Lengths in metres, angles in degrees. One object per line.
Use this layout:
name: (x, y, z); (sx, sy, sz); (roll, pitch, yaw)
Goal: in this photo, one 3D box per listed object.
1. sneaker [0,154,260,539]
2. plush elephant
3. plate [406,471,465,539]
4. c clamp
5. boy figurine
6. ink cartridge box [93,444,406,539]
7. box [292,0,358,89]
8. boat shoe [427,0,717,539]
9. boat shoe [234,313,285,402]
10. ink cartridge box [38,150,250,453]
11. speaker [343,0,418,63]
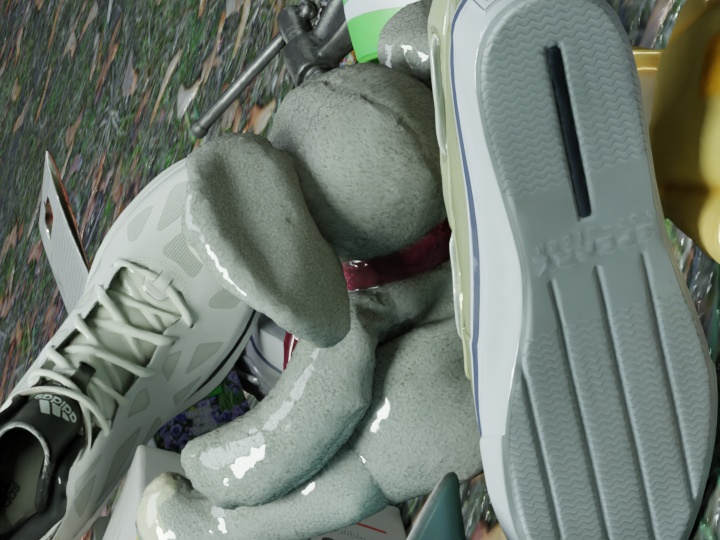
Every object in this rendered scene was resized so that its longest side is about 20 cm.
sneaker: (-0.098, 0.043, 1.090); (0.201, 0.075, 0.115); (-57, 2, 5)
plush elephant: (0.000, 0.000, 0.937); (0.200, 0.164, 0.156); (-20, 94, 54)
plate: (-0.001, 0.159, 0.845); (0.200, 0.025, 0.201); (23, -90, -83)
c clamp: (0.012, -0.067, 1.137); (0.171, 0.027, 0.200); (-53, 40, 20)
boy figurine: (0.113, -0.059, 0.794); (0.200, 0.064, 0.125); (162, 114, -70)
ink cartridge box: (-0.040, 0.135, 1.041); (0.200, 0.116, 0.068); (-106, 34, -63)
box: (0.008, -0.081, 1.254); (0.200, 0.037, 0.137); (-144, 71, -74)
boat shoe: (0.061, 0.002, 0.807); (0.062, 0.072, 0.201); (-129, 29, -67)
boat shoe: (-0.019, 0.035, 1.199); (0.200, 0.073, 0.066); (-143, 40, -69)
ink cartridge box: (-0.090, 0.046, 1.230); (0.109, 0.050, 0.201); (117, 132, -71)
speaker: (0.033, -0.179, 1.046); (0.088, 0.088, 0.201); (165, 105, -73)
